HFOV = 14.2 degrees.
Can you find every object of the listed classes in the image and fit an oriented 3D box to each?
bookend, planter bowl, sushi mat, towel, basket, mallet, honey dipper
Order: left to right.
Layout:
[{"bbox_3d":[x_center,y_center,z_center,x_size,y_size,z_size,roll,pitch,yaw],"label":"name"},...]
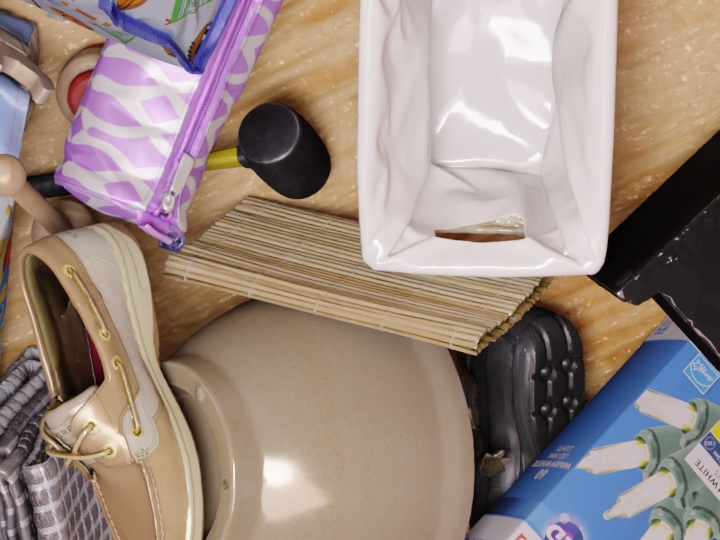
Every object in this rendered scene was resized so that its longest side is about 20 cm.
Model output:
[{"bbox_3d":[-0.172,-0.031,1.576,0.038,0.200,0.038,-1,80,5],"label":"honey dipper"},{"bbox_3d":[-0.166,0.147,1.636,0.085,0.200,0.166,-4,111,9],"label":"towel"},{"bbox_3d":[-0.113,-0.054,1.648,0.200,0.066,0.041,-10,69,22],"label":"mallet"},{"bbox_3d":[-0.051,0.106,1.594,0.135,0.200,0.201,-3,117,-38],"label":"planter bowl"},{"bbox_3d":[0.000,0.000,1.589,0.200,0.096,0.012,13,122,26],"label":"sushi mat"},{"bbox_3d":[0.069,-0.110,1.567,0.135,0.123,0.200,2,112,2],"label":"basket"},{"bbox_3d":[0.264,0.005,1.590,0.199,0.092,0.200,-44,103,0],"label":"bookend"}]

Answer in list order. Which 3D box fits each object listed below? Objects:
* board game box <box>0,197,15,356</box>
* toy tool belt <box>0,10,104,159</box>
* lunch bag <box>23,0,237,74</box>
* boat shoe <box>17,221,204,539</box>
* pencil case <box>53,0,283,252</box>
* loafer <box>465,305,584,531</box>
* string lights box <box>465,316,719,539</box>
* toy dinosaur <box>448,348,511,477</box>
[{"bbox_3d":[-0.260,0.049,1.619,0.105,0.103,0.200,12,134,1],"label":"board game box"},{"bbox_3d":[-0.224,-0.099,1.588,0.199,0.123,0.125,11,111,-1],"label":"toy tool belt"},{"bbox_3d":[-0.125,-0.230,1.498,0.170,0.124,0.200,26,87,30],"label":"lunch bag"},{"bbox_3d":[-0.139,0.075,1.537,0.074,0.066,0.200,-29,74,48],"label":"boat shoe"},{"bbox_3d":[-0.096,-0.114,1.566,0.084,0.085,0.200,21,91,-32],"label":"pencil case"},{"bbox_3d":[0.090,0.115,1.685,0.068,0.070,0.201,-13,112,-39],"label":"loafer"},{"bbox_3d":[0.156,0.127,1.636,0.200,0.059,0.103,-46,105,-17],"label":"string lights box"},{"bbox_3d":[0.028,0.090,1.662,0.077,0.102,0.200,5,133,-24],"label":"toy dinosaur"}]
